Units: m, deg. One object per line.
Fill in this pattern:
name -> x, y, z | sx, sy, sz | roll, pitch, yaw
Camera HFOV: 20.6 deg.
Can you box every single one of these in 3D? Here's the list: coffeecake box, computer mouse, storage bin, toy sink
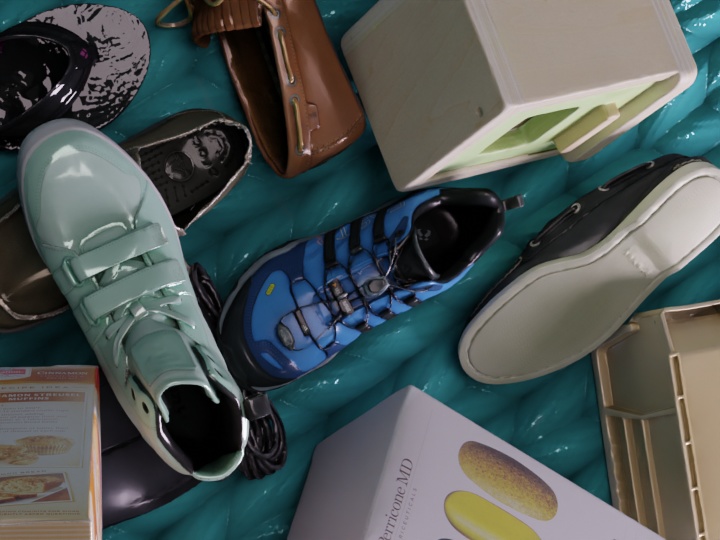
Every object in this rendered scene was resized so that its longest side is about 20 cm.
coffeecake box -> -0.165, 0.152, 0.977 | 0.072, 0.200, 0.155 | 0, 108, -7
computer mouse -> -0.139, 0.091, 1.116 | 0.199, 0.053, 0.139 | -28, 97, -23
storage bin -> 0.265, 0.114, 1.266 | 0.199, 0.094, 0.200 | -8, 87, -23
toy sink -> 0.114, -0.131, 1.179 | 0.199, 0.130, 0.113 | -15, 79, -34

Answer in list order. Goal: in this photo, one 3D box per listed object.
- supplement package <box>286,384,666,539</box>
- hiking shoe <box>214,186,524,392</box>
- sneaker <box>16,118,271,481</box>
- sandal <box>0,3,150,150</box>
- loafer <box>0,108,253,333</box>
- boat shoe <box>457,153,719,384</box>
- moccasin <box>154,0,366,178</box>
supplement package -> 0.066, 0.175, 1.149 | 0.199, 0.109, 0.114 | 31, 53, -18
hiking shoe -> 0.000, 0.000, 1.154 | 0.200, 0.087, 0.075 | -36, 98, -31
sneaker -> -0.111, 0.016, 1.031 | 0.073, 0.118, 0.201 | -28, 107, -12
sandal -> -0.204, -0.100, 1.107 | 0.199, 0.048, 0.076 | -19, 93, -23
loafer -> -0.139, -0.037, 1.112 | 0.200, 0.070, 0.075 | -39, 100, -27
boat shoe -> 0.138, -0.007, 1.235 | 0.199, 0.066, 0.075 | -41, 120, 6
moccasin -> -0.071, -0.151, 1.161 | 0.078, 0.073, 0.203 | -31, 107, -32
